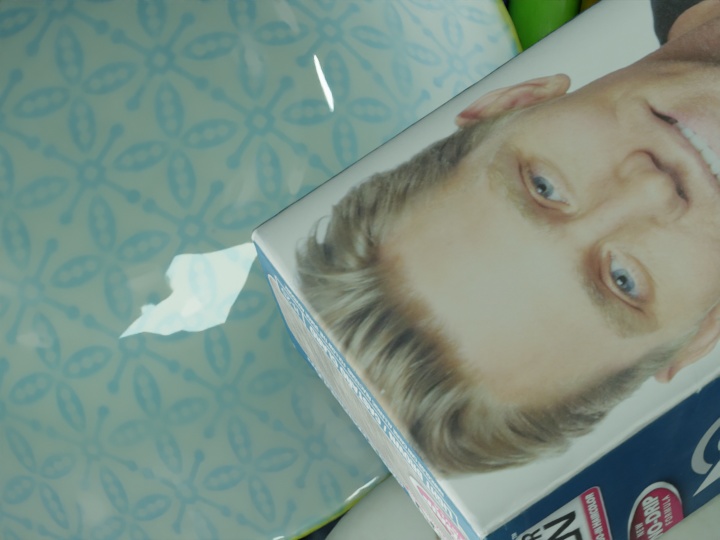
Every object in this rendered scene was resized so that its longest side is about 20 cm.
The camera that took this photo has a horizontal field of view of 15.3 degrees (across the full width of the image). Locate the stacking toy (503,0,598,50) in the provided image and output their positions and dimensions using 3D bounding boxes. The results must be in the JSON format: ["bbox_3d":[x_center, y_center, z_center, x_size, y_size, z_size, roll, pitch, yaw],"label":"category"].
[{"bbox_3d":[0.066,-0.082,0.773,0.199,0.085,0.086,21,77,23],"label":"stacking toy"}]

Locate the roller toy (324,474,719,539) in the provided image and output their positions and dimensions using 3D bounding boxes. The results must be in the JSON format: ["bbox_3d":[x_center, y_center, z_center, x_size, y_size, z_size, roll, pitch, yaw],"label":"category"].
[{"bbox_3d":[0.080,0.111,0.702,0.182,0.200,0.140,-3,59,-20],"label":"roller toy"}]

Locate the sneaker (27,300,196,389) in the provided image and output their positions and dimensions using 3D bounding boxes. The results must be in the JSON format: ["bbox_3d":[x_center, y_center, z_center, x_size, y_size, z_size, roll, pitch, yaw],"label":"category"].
[{"bbox_3d":[-0.137,0.045,0.779,0.199,0.075,0.081,-1,86,5],"label":"sneaker"}]

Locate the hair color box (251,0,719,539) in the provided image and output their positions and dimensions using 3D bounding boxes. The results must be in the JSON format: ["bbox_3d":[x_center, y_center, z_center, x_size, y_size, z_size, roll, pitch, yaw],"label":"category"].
[{"bbox_3d":[0.086,-0.016,0.633,0.200,0.061,0.100,-34,60,-8],"label":"hair color box"}]

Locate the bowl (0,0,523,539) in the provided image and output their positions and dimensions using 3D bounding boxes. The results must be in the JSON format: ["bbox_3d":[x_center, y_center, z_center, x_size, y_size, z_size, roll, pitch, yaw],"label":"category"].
[{"bbox_3d":[-0.064,-0.030,0.694,0.199,0.108,0.201,-8,113,-20],"label":"bowl"}]
